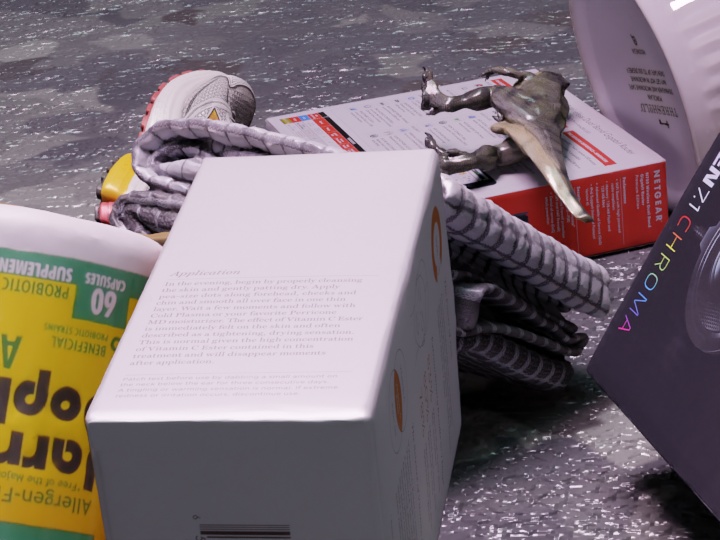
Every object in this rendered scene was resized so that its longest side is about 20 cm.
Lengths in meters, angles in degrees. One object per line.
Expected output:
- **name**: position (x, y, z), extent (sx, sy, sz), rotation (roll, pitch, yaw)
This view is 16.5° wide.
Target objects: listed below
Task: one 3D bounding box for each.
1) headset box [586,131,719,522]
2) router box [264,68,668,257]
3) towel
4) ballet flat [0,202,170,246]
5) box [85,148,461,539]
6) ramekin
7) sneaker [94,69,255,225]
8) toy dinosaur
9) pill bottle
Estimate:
- **headset box**: position (0.200, 0.024, 1.008), extent (0.092, 0.175, 0.200), rotation (25, 12, -23)
- **router box**: position (0.057, -0.054, 1.427), extent (0.178, 0.049, 0.200), rotation (-11, 22, -14)
- **towel**: position (0.000, 0.000, 1.184), extent (0.199, 0.086, 0.165), rotation (16, -6, 35)
- **ballet flat**: position (-0.127, 0.010, 1.116), extent (0.199, 0.069, 0.063), rotation (9, -2, 27)
- **box**: position (-0.024, 0.054, 0.898), extent (0.097, 0.125, 0.200), rotation (-1, 27, 10)
- **ramekin**: position (0.191, -0.121, 1.376), extent (0.094, 0.204, 0.202), rotation (-22, 25, -10)
- **sneaker**: position (-0.090, -0.052, 1.442), extent (0.081, 0.078, 0.200), rotation (3, 32, 11)
- **toy dinosaur**: position (0.077, -0.077, 1.356), extent (0.087, 0.048, 0.200), rotation (2, 25, 0)
- **pill bottle**: position (-0.137, 0.082, 0.914), extent (0.112, 0.202, 0.113), rotation (8, -8, 1)
